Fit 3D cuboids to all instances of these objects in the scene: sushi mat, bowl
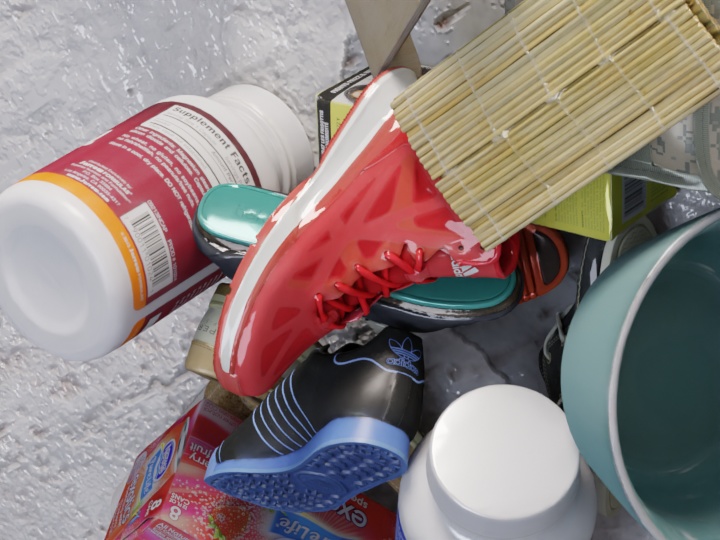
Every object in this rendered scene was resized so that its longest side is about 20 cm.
[{"bbox_3d":[0.100,-0.091,1.380,0.200,0.012,0.096,-35,88,43],"label":"sushi mat"},{"bbox_3d":[0.186,0.056,1.455,0.105,0.201,0.201,11,123,61],"label":"bowl"}]

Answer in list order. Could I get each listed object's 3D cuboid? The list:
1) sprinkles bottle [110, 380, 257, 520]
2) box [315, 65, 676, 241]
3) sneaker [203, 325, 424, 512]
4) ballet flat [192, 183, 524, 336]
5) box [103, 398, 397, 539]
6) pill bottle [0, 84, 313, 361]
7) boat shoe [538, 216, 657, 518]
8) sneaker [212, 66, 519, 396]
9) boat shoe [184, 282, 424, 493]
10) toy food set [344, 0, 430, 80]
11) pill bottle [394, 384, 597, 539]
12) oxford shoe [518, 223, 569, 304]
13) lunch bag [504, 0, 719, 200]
[{"bbox_3d":[-0.095,0.117,1.797,0.068,0.068,0.200,48,135,8],"label":"sprinkles bottle"},{"bbox_3d":[0.074,-0.070,1.539,0.200,0.075,0.050,16,122,34],"label":"box"},{"bbox_3d":[-0.022,0.087,1.579,0.070,0.078,0.200,26,156,-24],"label":"sneaker"},{"bbox_3d":[0.000,0.000,1.557,0.200,0.073,0.073,14,124,17],"label":"ballet flat"},{"bbox_3d":[-0.053,0.183,1.725,0.200,0.100,0.095,33,139,-15],"label":"box"},{"bbox_3d":[-0.122,-0.035,1.635,0.113,0.200,0.113,20,126,31],"label":"pill bottle"},{"bbox_3d":[0.129,0.050,1.564,0.068,0.072,0.200,25,132,28],"label":"boat shoe"},{"bbox_3d":[0.012,-0.002,1.472,0.115,0.078,0.200,31,92,19],"label":"sneaker"},{"bbox_3d":[-0.031,0.087,1.674,0.200,0.066,0.074,41,165,-27],"label":"boat shoe"},{"bbox_3d":[0.025,-0.196,1.459,0.200,0.060,0.144,126,127,-71],"label":"toy food set"},{"bbox_3d":[0.076,0.146,1.550,0.112,0.112,0.200,38,156,18],"label":"pill bottle"},{"bbox_3d":[0.037,-0.017,1.608,0.200,0.073,0.071,1,112,29],"label":"oxford shoe"},{"bbox_3d":[0.178,-0.129,1.388,0.200,0.118,0.164,12,118,29],"label":"lunch bag"}]
